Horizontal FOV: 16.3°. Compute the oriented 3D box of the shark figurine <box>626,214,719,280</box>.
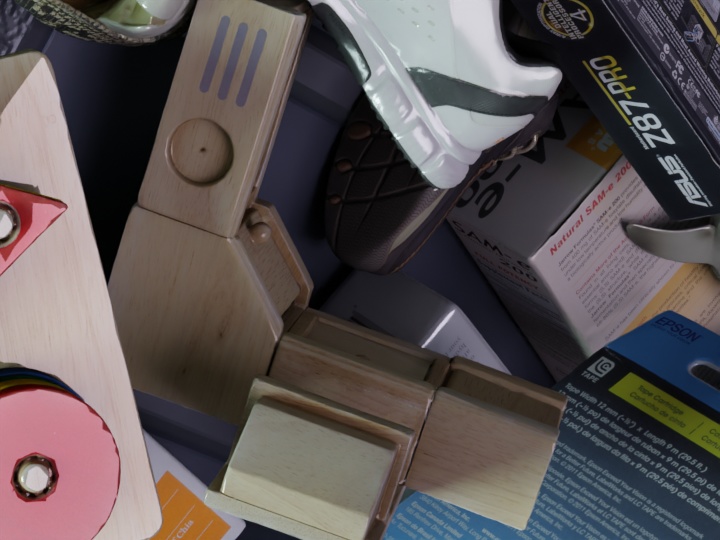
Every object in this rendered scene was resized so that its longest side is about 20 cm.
[{"bbox_3d":[0.211,-0.058,1.189,0.127,0.215,0.090,18,57,-18],"label":"shark figurine"}]

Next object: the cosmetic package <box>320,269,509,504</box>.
[{"bbox_3d":[0.038,0.095,1.234,0.102,0.071,0.200,-48,133,-10],"label":"cosmetic package"}]

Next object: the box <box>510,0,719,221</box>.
[{"bbox_3d":[0.130,-0.147,1.135,0.200,0.049,0.162,48,48,-33],"label":"box"}]

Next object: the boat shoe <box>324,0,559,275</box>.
[{"bbox_3d":[0.059,-0.080,1.169,0.073,0.074,0.201,31,92,-44],"label":"boat shoe"}]

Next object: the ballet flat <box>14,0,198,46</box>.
[{"bbox_3d":[-0.115,-0.129,0.996,0.199,0.075,0.068,22,96,-44],"label":"ballet flat"}]

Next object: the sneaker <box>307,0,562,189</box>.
[{"bbox_3d":[0.011,-0.133,1.037,0.080,0.074,0.200,-31,113,14],"label":"sneaker"}]

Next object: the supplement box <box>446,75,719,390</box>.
[{"bbox_3d":[0.139,-0.006,1.274,0.126,0.073,0.200,-47,135,-12],"label":"supplement box"}]

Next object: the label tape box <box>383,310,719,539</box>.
[{"bbox_3d":[0.120,0.117,1.152,0.200,0.143,0.066,-34,130,-22],"label":"label tape box"}]

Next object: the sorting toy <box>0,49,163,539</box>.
[{"bbox_3d":[-0.185,0.037,0.952,0.198,0.070,0.201,-16,100,-16],"label":"sorting toy"}]

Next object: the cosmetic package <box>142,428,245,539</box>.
[{"bbox_3d":[-0.149,0.086,1.084,0.102,0.071,0.200,-50,134,-7],"label":"cosmetic package"}]

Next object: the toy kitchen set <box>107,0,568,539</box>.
[{"bbox_3d":[0.000,0.000,1.030,0.163,0.199,0.181,-56,165,-74],"label":"toy kitchen set"}]
